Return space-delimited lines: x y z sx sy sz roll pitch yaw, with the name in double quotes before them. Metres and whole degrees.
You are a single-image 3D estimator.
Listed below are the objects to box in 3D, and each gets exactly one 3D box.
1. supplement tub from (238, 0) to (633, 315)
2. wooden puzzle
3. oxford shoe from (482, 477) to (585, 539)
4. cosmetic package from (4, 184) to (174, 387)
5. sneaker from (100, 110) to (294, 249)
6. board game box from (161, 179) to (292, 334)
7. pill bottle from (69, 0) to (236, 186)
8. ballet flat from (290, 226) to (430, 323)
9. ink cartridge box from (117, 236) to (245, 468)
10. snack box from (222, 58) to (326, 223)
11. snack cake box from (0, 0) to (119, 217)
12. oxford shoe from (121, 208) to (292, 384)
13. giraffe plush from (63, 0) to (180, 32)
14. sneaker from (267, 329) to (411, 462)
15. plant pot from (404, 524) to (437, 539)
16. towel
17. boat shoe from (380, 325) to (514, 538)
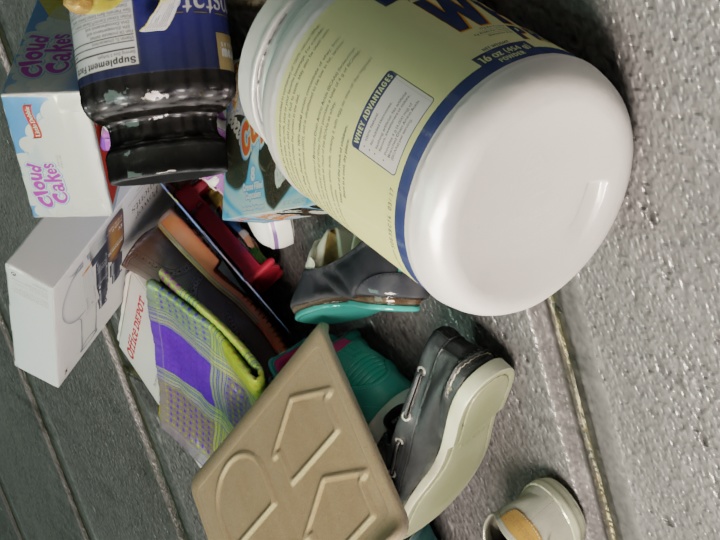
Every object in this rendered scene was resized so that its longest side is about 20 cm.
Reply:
"supplement tub" 0.035 -0.081 0.904 0.200 0.144 0.146 39 146 42
"wooden puzzle" -0.040 0.168 1.173 0.185 0.046 0.201 -50 42 29
"oxford shoe" 0.110 0.217 1.155 0.075 0.058 0.201 46 152 28
"cosmetic package" -0.227 -0.020 1.414 0.051 0.200 0.151 27 145 9
"sneaker" -0.131 -0.091 1.242 0.201 0.114 0.073 62 174 9
"board game box" -0.106 -0.035 1.326 0.200 0.039 0.158 51 177 -33
"pill bottle" -0.147 -0.164 1.155 0.112 0.111 0.201 -8 90 64
"ballet flat" 0.000 0.000 1.158 0.073 0.073 0.200 65 161 -4
"ink cartridge box" -0.126 0.092 1.460 0.200 0.083 0.147 54 153 18
"snack box" -0.040 -0.096 1.108 0.200 0.037 0.117 -5 82 64
"snack cake box" -0.225 -0.147 1.316 0.201 0.067 0.116 -87 -6 -52
"oxford shoe" -0.117 0.045 1.373 0.200 0.073 0.071 49 178 7
"giraffe plush" -0.115 -0.261 1.018 0.200 0.172 0.163 -26 79 48
"sneaker" -0.025 0.114 1.279 0.121 0.083 0.200 49 145 17
"plant pot" 0.018 0.313 1.291 0.197 0.200 0.200 57 156 -8
"towel" -0.121 0.103 1.329 0.144 0.023 0.201 41 149 26
"boat shoe" 0.047 0.112 1.147 0.066 0.074 0.200 45 147 22
